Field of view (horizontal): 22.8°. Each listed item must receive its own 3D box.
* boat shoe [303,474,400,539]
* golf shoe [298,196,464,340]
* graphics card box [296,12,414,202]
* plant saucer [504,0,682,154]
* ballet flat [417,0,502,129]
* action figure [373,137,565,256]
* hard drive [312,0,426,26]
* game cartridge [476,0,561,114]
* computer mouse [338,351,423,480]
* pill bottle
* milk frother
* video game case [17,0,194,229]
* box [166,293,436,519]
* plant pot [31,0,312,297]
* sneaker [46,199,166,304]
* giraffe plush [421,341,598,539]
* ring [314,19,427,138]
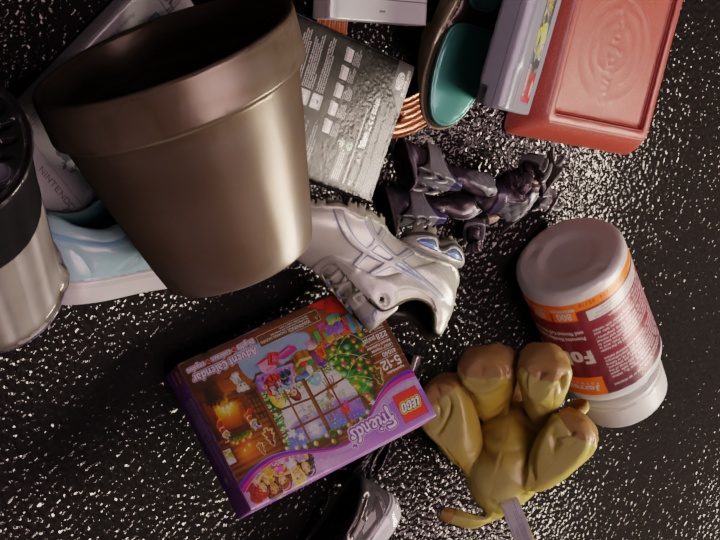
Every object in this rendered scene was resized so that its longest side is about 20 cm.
[{"bbox_3d":[-0.044,0.274,1.645,0.200,0.070,0.066,-49,121,-6],"label":"boat shoe"},{"bbox_3d":[0.000,0.000,1.532,0.198,0.078,0.098,15,65,-23],"label":"golf shoe"},{"bbox_3d":[-0.051,-0.141,1.465,0.199,0.051,0.127,16,92,-45],"label":"graphics card box"},{"bbox_3d":[0.240,-0.217,1.745,0.199,0.037,0.202,5,102,-44],"label":"plant saucer"},{"bbox_3d":[0.090,-0.223,1.559,0.069,0.069,0.202,15,99,-45],"label":"ballet flat"},{"bbox_3d":[0.109,-0.067,1.646,0.198,0.070,0.131,2,136,-33],"label":"action figure"},{"bbox_3d":[0.013,-0.306,1.472,0.131,0.026,0.202,-6,100,-51],"label":"hard drive"},{"bbox_3d":[0.144,-0.207,1.585,0.200,0.040,0.135,-24,126,-79],"label":"game cartridge"},{"bbox_3d":[-0.019,0.124,1.624,0.199,0.053,0.140,23,91,-45],"label":"computer mouse"},{"bbox_3d":[0.237,0.056,1.792,0.114,0.114,0.201,-44,130,-21],"label":"pill bottle"},{"bbox_3d":[-0.290,-0.077,1.245,0.189,0.179,0.202,95,8,-62],"label":"milk frother"},{"bbox_3d":[-0.178,-0.110,1.407,0.200,0.024,0.183,-49,133,-18],"label":"video game case"},{"bbox_3d":[-0.049,0.108,1.535,0.199,0.039,0.138,-24,81,-29],"label":"box"},{"bbox_3d":[-0.117,-0.082,1.300,0.199,0.199,0.175,-31,115,-30],"label":"plant pot"},{"bbox_3d":[-0.162,-0.033,1.386,0.199,0.074,0.083,-18,121,-38],"label":"sneaker"},{"bbox_3d":[0.154,0.157,1.735,0.162,0.171,0.202,-35,120,-72],"label":"giraffe plush"},{"bbox_3d":[0.032,-0.215,1.566,0.199,0.019,0.203,-17,116,-38],"label":"ring"}]
